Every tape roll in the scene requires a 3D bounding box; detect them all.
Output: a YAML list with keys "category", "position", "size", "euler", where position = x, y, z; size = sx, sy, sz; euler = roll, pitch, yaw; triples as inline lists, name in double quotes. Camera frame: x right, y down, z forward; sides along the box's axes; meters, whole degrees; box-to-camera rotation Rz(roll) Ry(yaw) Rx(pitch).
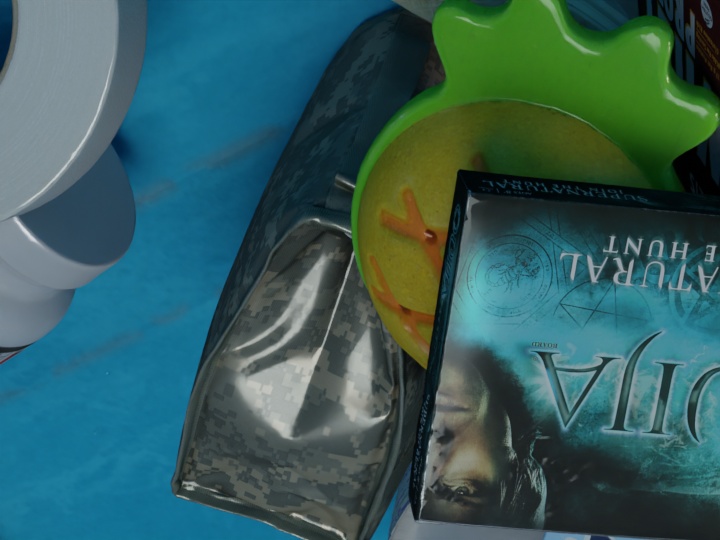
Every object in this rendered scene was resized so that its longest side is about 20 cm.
- category: "tape roll"
  position: [-0.192, -0.117, 1.164]
  size: [0.201, 0.037, 0.204]
  euler: [4, 102, 18]

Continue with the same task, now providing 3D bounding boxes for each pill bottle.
- category: "pill bottle"
  position: [-0.210, 0.000, 1.279]
  size: [0.199, 0.116, 0.116]
  euler: [-30, 119, 32]

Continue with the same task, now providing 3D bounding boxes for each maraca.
- category: "maraca"
  position: [0.067, -0.028, 1.029]
  size: [0.136, 0.107, 0.201]
  euler: [18, 133, 2]

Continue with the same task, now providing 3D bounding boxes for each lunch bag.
- category: "lunch bag"
  position: [0.000, 0.000, 1.200]
  size: [0.117, 0.164, 0.201]
  euler: [19, 133, 3]

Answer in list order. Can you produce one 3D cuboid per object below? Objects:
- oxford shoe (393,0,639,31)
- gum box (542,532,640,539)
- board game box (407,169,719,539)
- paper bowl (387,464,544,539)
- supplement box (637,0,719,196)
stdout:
- category: "oxford shoe"
  position: [0.051, -0.142, 1.143]
  size: [0.200, 0.058, 0.075]
  euler: [37, 136, 0]
- category: "gum box"
  position: [0.162, 0.138, 1.136]
  size: [0.169, 0.045, 0.201]
  euler: [31, 144, 13]
- category: "board game box"
  position: [0.125, 0.038, 0.994]
  size: [0.198, 0.028, 0.136]
  euler: [5, 111, -9]
- category: "paper bowl"
  position: [0.110, 0.157, 1.355]
  size: [0.199, 0.105, 0.202]
  euler: [7, 132, 8]
- category: "supplement box"
  position: [0.216, -0.115, 1.031]
  size: [0.196, 0.133, 0.201]
  euler: [-16, 129, -5]
